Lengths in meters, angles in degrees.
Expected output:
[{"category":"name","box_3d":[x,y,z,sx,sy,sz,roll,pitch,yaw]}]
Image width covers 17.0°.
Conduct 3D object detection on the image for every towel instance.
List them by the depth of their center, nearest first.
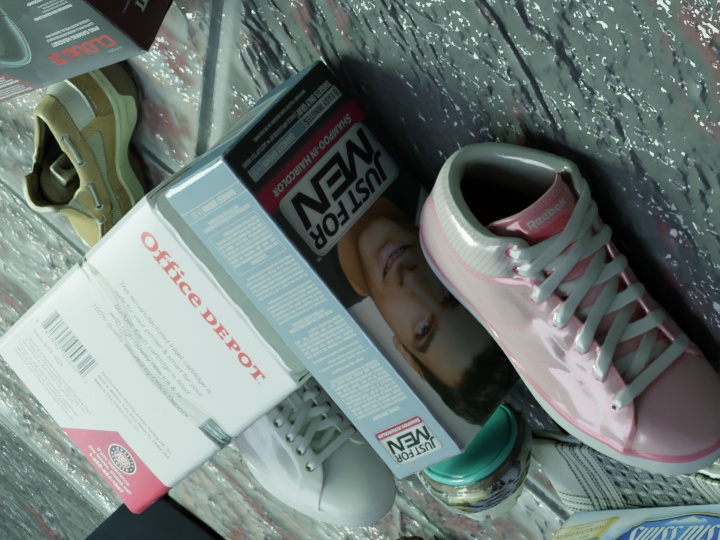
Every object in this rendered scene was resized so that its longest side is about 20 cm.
[{"category":"towel","box_3d":[0.186,0.149,1.321,0.192,0.035,0.200,15,140,50]}]

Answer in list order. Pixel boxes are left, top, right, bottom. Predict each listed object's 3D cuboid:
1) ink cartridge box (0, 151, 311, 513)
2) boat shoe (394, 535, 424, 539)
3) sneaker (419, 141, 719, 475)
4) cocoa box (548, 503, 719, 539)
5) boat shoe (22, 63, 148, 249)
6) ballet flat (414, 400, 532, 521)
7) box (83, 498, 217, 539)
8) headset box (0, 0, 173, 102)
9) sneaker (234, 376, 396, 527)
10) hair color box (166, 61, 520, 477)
[{"category":"ink cartridge box","box_3d":[-0.114,0.039,1.490,0.145,0.084,0.200,50,134,0]},{"category":"boat shoe","box_3d":[0.013,0.229,1.678,0.075,0.075,0.203,44,157,21]},{"category":"sneaker","box_3d":[0.107,0.014,1.189,0.200,0.075,0.105,44,161,16]},{"category":"cocoa box","box_3d":[0.166,0.213,1.266,0.133,0.131,0.200,51,154,-14]},{"category":"boat shoe","box_3d":[-0.186,-0.064,1.543,0.072,0.076,0.200,37,154,20]},{"category":"ballet flat","box_3d":[0.062,0.104,1.371,0.072,0.072,0.200,56,176,-20]},{"category":"box","box_3d":[-0.138,0.315,1.990,0.198,0.123,0.200,34,151,24]},{"category":"headset box","box_3d":[-0.203,-0.177,1.308,0.149,0.077,0.200,-11,138,46]},{"category":"sneaker","box_3d":[-0.056,0.086,1.566,0.200,0.073,0.085,42,158,14]},{"category":"hair color box","box_3d":[0.000,0.000,1.284,0.200,0.099,0.061,51,139,-10]}]
